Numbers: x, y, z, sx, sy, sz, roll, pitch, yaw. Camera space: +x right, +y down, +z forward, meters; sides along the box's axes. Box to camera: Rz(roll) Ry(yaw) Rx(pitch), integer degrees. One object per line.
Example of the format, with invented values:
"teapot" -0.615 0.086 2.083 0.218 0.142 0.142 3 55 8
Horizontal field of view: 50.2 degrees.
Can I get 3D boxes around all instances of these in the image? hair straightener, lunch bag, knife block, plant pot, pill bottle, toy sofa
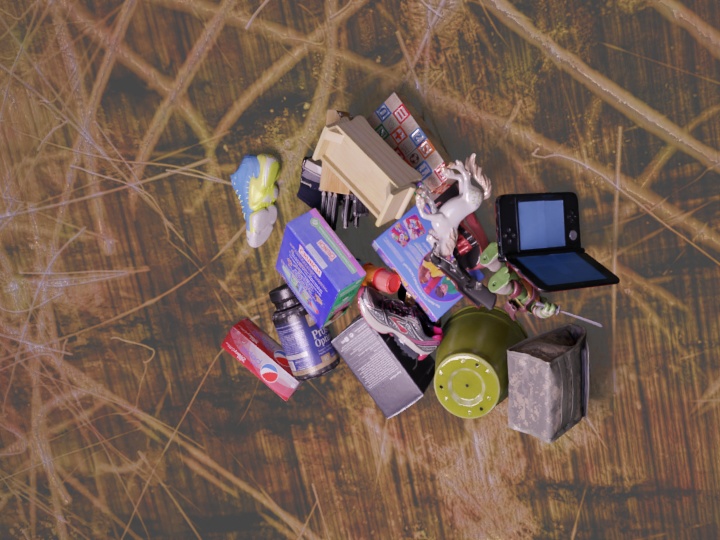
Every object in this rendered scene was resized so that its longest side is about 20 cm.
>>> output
"hair straightener" 0.201 0.011 1.452 0.200 0.041 0.076 44 159 -32
"lunch bag" 0.375 0.207 1.465 0.116 0.198 0.168 13 114 44
"knife block" -0.045 -0.187 1.511 0.175 0.064 0.202 -39 77 24
"plant pot" 0.226 0.192 1.514 0.196 0.193 0.205 5 105 19
"pill bottle" -0.126 0.127 1.671 0.110 0.112 0.204 -17 98 23
"toy sofa" 0.014 -0.185 1.407 0.200 0.097 0.083 47 137 17

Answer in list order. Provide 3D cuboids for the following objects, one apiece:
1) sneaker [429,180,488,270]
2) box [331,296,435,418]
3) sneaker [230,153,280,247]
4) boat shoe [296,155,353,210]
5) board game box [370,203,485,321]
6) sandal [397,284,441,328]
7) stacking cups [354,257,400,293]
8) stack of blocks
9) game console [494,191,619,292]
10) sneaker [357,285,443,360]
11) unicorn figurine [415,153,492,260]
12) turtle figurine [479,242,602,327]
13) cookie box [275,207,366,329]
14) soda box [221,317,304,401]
"sneaker" 0.200 -0.089 1.520 0.073 0.086 0.204 -29 69 30
"box" 0.055 0.178 1.598 0.104 0.148 0.201 -36 90 24
"sneaker" -0.233 -0.158 1.666 0.104 0.075 0.204 20 103 27
"boat shoe" -0.043 -0.156 1.594 0.198 0.074 0.094 30 117 20
"board game box" 0.134 -0.020 1.536 0.134 0.045 0.201 -39 89 -11
"sandal" 0.101 0.039 1.577 0.081 0.054 0.203 -18 98 64
"stacking cups" 0.000 0.000 1.576 0.198 0.060 0.062 14 111 44
"stack of blocks" 0.093 -0.229 1.503 0.115 0.058 0.202 -40 76 24
"game console" 0.353 -0.056 1.375 0.118 0.197 0.176 -1 93 60
"sneaker" 0.077 0.091 1.523 0.199 0.081 0.075 36 127 -17
"unicorn figurine" 0.162 -0.111 1.428 0.199 0.074 0.138 -36 105 21
"turtle figurine" 0.330 0.014 1.446 0.198 0.192 0.147 -6 64 50
"cookie box" -0.084 0.000 1.536 0.172 0.075 0.201 52 155 12
"soda box" -0.216 0.200 1.746 0.199 0.070 0.064 39 115 7
